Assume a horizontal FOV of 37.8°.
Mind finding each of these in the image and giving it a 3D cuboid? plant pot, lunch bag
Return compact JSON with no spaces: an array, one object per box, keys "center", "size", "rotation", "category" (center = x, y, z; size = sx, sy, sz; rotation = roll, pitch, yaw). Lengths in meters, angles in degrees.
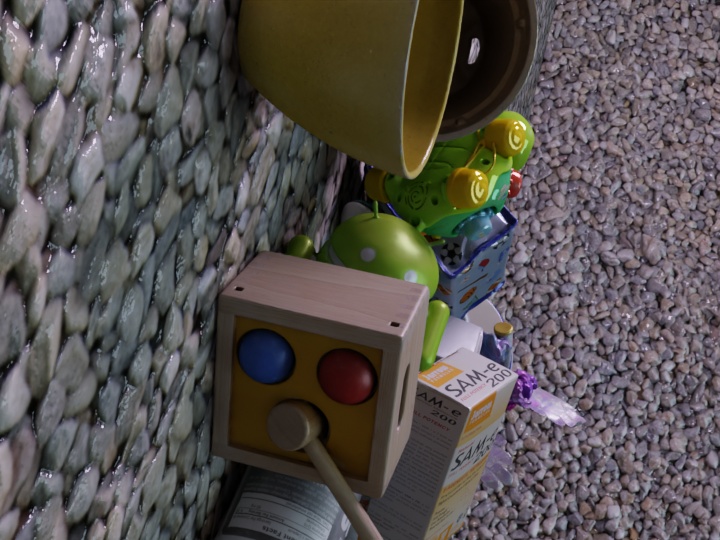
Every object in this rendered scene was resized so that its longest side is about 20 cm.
[{"center":[-0.010,-0.180,0.798],"size":[0.200,0.141,0.201],"rotation":[11,90,-78],"category":"plant pot"},{"center":[0.078,-0.060,1.216],"size":[0.124,0.200,0.170],"rotation":[-38,158,-15],"category":"lunch bag"},{"center":[0.066,-0.233,1.047],"size":[0.184,0.199,0.202],"rotation":[-75,175,-80],"category":"plant pot"}]

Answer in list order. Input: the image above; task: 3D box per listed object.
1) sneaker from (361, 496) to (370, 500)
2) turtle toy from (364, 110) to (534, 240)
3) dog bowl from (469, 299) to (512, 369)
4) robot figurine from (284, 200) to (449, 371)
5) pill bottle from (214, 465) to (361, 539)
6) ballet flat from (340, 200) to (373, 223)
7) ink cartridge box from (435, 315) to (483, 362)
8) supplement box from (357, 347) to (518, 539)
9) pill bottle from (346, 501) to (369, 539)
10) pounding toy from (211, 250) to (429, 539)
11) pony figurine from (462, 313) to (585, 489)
[{"center":[-0.014,0.208,1.130],"size":[0.199,0.072,0.073],"rotation":[-12,128,-37],"category":"sneaker"},{"center":[0.109,-0.102,1.082],"size":[0.200,0.145,0.101],"rotation":[-51,129,-28],"category":"turtle toy"},{"center":[0.121,0.120,1.539],"size":[0.079,0.199,0.201],"rotation":[57,46,-69],"category":"dog bowl"},{"center":[-0.001,0.031,1.023],"size":[0.200,0.175,0.116],"rotation":[-58,-168,24],"category":"robot figurine"},{"center":[-0.069,0.238,0.980],"size":[0.114,0.113,0.201],"rotation":[84,25,-55],"category":"pill bottle"},{"center":[0.000,0.000,1.221],"size":[0.200,0.069,0.070],"rotation":[83,22,-58],"category":"ballet flat"},{"center":[0.039,0.138,1.222],"size":[0.086,0.146,0.201],"rotation":[-64,175,-53],"category":"ink cartridge box"},{"center":[0.081,0.194,1.092],"size":[0.126,0.073,0.201],"rotation":[-21,132,-57],"category":"supplement box"},{"center":[0.001,0.337,1.406],"size":[0.200,0.112,0.114],"rotation":[-59,157,-58],"category":"pill bottle"},{"center":[-0.029,0.116,0.891],"size":[0.142,0.183,0.201],"rotation":[-54,153,-62],"category":"pounding toy"},{"center":[0.158,0.147,1.305],"size":[0.166,0.193,0.201],"rotation":[-26,124,-21],"category":"pony figurine"}]
